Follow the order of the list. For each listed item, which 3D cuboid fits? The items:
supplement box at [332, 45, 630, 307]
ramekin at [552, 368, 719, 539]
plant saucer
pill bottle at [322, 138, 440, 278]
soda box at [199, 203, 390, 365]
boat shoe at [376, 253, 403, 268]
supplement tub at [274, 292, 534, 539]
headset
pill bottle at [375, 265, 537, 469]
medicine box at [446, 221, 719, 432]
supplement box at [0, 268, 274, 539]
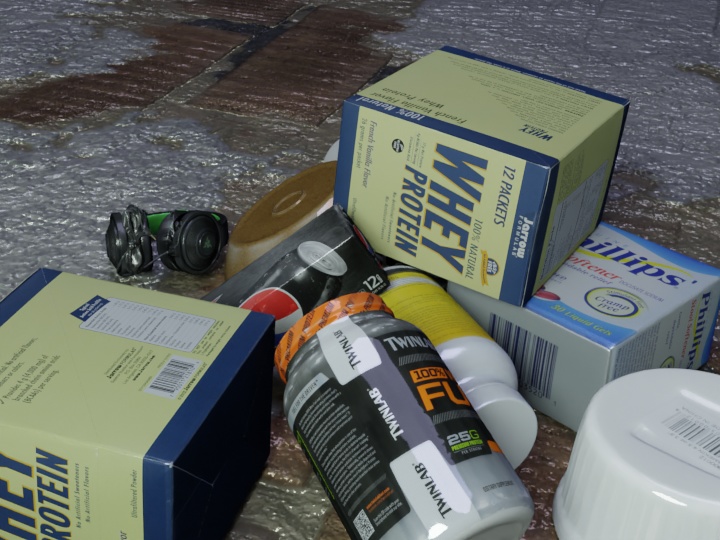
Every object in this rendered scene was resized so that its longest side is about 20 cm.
[{"bbox_3d":[0.110,-0.095,1.035,0.199,0.135,0.200,21,33,23],"label":"supplement box"},{"bbox_3d":[0.251,0.159,0.849,0.199,0.098,0.201,3,28,-2],"label":"ramekin"},{"bbox_3d":[-0.066,-0.057,1.162,0.200,0.036,0.200,-28,23,13],"label":"plant saucer"},{"bbox_3d":[0.045,-0.081,1.249,0.112,0.113,0.200,-17,35,-33],"label":"pill bottle"},{"bbox_3d":[-0.077,0.033,0.970,0.200,0.063,0.071,-35,30,6],"label":"soda box"},{"bbox_3d":[0.001,0.004,1.124,0.086,0.075,0.202,-14,22,3],"label":"boat shoe"},{"bbox_3d":[0.024,0.121,0.803,0.122,0.123,0.200,-15,57,-30],"label":"supplement tub"},{"bbox_3d":[-0.206,-0.042,1.156,0.123,0.094,0.200,-1,17,6],"label":"headset"},{"bbox_3d":[0.062,0.086,0.944,0.112,0.113,0.200,-9,30,-22],"label":"pill bottle"},{"bbox_3d":[0.207,0.042,1.054,0.182,0.103,0.200,27,37,36],"label":"medicine box"},{"bbox_3d":[-0.189,0.115,0.819,0.199,0.135,0.200,11,28,12],"label":"supplement box"}]
